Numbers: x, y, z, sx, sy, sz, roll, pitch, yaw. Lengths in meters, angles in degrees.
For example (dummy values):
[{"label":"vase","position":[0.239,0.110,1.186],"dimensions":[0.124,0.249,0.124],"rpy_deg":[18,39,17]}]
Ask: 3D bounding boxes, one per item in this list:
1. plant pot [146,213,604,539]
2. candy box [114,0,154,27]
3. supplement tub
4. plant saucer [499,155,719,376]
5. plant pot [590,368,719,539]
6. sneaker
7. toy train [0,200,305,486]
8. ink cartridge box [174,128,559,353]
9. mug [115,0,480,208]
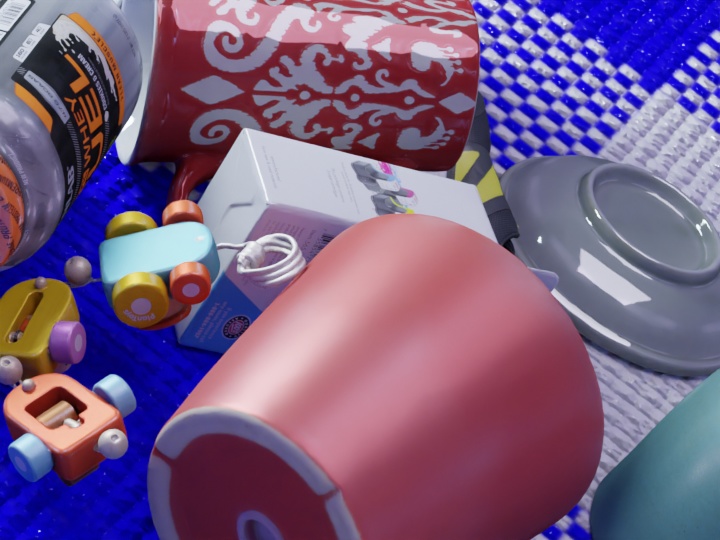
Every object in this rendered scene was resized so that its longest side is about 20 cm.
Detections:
[{"label":"plant pot","position":[-0.002,0.095,1.525],"dimensions":[0.200,0.201,0.177],"rpy_deg":[42,45,12]},{"label":"candy box","position":[-0.058,-0.167,1.848],"dimensions":[0.200,0.136,0.061],"rpy_deg":[16,35,-26]},{"label":"supplement tub","position":[-0.203,-0.078,1.619],"dimensions":[0.122,0.123,0.200],"rpy_deg":[31,34,-4]},{"label":"plant saucer","position":[0.183,-0.018,1.943],"dimensions":[0.200,0.050,0.200],"rpy_deg":[23,34,-17]},{"label":"plant pot","position":[0.260,0.132,1.714],"dimensions":[0.200,0.161,0.201],"rpy_deg":[22,35,-17]},{"label":"sneaker","position":[0.059,-0.038,1.855],"dimensions":[0.085,0.074,0.200],"rpy_deg":[31,41,-15]},{"label":"toy train","position":[-0.125,0.044,1.549],"dimensions":[0.150,0.056,0.200],"rpy_deg":[25,50,37]},{"label":"ink cartridge box","position":[0.000,0.000,1.701],"dimensions":[0.200,0.115,0.068],"rpy_deg":[13,39,-30]},{"label":"mug","position":[-0.041,-0.101,1.765],"dimensions":[0.200,0.178,0.133],"rpy_deg":[4,16,-14]}]
